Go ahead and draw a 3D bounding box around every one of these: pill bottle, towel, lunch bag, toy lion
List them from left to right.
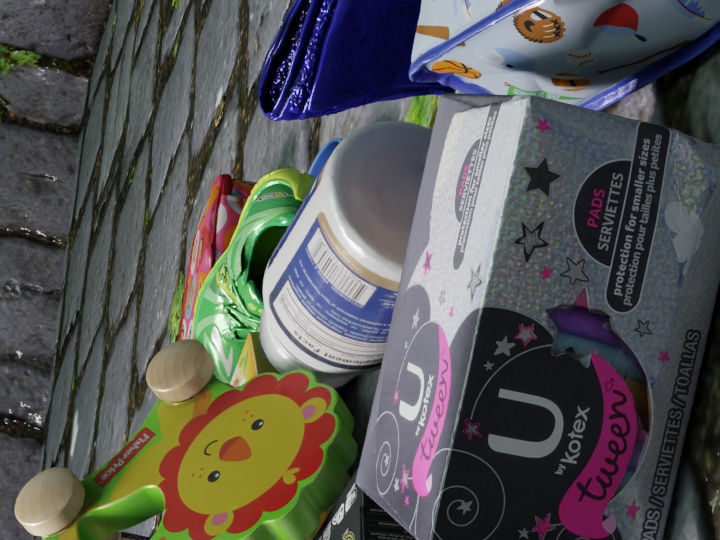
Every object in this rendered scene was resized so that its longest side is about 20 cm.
[{"bbox_3d":[-0.104,0.139,1.100,0.200,0.069,0.191,-45,38,-16],"label":"toy lion"},{"bbox_3d":[-0.125,0.028,1.597,0.177,0.081,0.202,117,160,-55],"label":"lunch bag"},{"bbox_3d":[0.000,0.000,1.099,0.200,0.110,0.112,125,152,-55],"label":"pill bottle"},{"bbox_3d":[0.041,-0.155,0.954,0.050,0.199,0.149,43,128,28],"label":"towel"},{"bbox_3d":[0.114,-0.183,0.812,0.199,0.123,0.172,-21,59,58],"label":"lunch bag"}]

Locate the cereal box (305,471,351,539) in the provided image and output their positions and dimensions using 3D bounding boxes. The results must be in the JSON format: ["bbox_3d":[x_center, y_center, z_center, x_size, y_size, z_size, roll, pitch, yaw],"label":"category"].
[{"bbox_3d":[-0.046,0.203,1.252,0.200,0.039,0.145,-118,42,-67],"label":"cereal box"}]

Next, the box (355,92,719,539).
[{"bbox_3d":[0.082,0.027,0.779,0.132,0.113,0.202,-158,79,-75],"label":"box"}]

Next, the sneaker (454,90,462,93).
[{"bbox_3d":[0.073,-0.029,0.960,0.080,0.071,0.202,-65,-14,-77],"label":"sneaker"}]

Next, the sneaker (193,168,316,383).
[{"bbox_3d":[-0.082,0.017,1.304,0.084,0.073,0.202,-96,23,-58],"label":"sneaker"}]

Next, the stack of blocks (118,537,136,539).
[{"bbox_3d":[-0.136,0.270,1.099,0.200,0.058,0.116,-135,59,-71],"label":"stack of blocks"}]

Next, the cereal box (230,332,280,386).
[{"bbox_3d":[-0.090,0.168,1.257,0.144,0.039,0.202,-106,32,-56],"label":"cereal box"}]

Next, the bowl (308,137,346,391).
[{"bbox_3d":[-0.022,0.000,1.311,0.200,0.039,0.203,-168,90,-75],"label":"bowl"}]

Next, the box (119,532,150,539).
[{"bbox_3d":[-0.163,0.334,1.381,0.115,0.131,0.201,-97,23,-57],"label":"box"}]

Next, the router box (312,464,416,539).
[{"bbox_3d":[-0.003,0.236,1.033,0.201,0.061,0.151,118,156,-46],"label":"router box"}]
